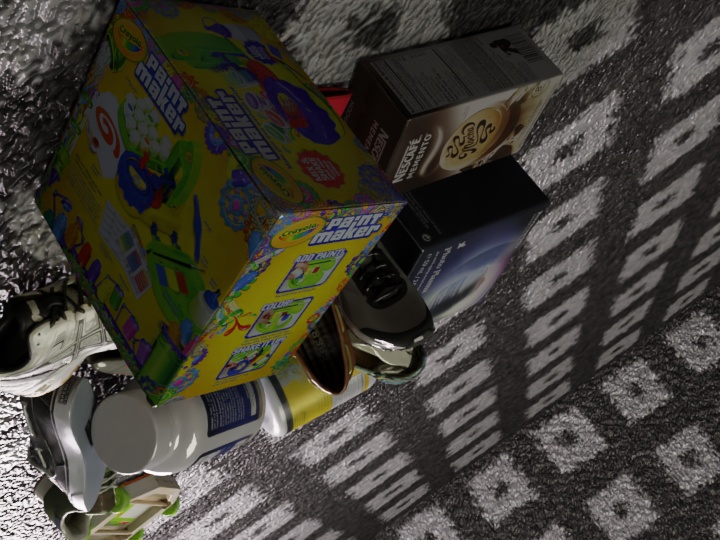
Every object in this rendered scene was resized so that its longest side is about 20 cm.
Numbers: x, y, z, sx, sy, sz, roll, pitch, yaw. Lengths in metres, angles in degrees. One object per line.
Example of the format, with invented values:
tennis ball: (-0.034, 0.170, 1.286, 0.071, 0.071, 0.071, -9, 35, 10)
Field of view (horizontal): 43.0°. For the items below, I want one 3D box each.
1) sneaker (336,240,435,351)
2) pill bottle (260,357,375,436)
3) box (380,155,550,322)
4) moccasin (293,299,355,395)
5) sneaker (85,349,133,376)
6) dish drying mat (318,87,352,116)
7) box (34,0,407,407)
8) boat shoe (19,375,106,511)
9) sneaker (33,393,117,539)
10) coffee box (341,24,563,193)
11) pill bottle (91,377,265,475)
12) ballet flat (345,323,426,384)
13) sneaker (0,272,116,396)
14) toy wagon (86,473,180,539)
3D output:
sneaker: (0.000, 0.000, 0.901, 0.074, 0.200, 0.079, -30, 148, -16)
pill bottle: (-0.048, 0.119, 1.162, 0.200, 0.112, 0.112, -27, 155, -24)
box: (0.078, -0.031, 1.046, 0.198, 0.123, 0.200, -22, 154, -34)
moccasin: (-0.061, 0.028, 0.858, 0.073, 0.202, 0.078, -18, -160, 0)
sneaker: (-0.190, 0.037, 0.862, 0.092, 0.076, 0.200, 3, 134, -50)
dish drying mat: (-0.076, -0.089, 0.849, 0.077, 0.018, 0.200, -15, 148, -40)
box: (-0.108, -0.049, 0.644, 0.122, 0.200, 0.193, -10, 146, -47)
boat shoe: (-0.308, 0.177, 0.936, 0.068, 0.074, 0.200, 9, 140, 4)
sneaker: (-0.302, 0.235, 1.049, 0.067, 0.090, 0.200, -1, 139, -52)
coffee box: (0.081, -0.152, 0.873, 0.200, 0.080, 0.113, -22, 154, -32)
pill bottle: (-0.196, 0.158, 0.992, 0.111, 0.111, 0.200, -44, 166, 18)
ballet flat: (-0.016, 0.065, 0.955, 0.199, 0.074, 0.074, 20, 129, -20)
sneaker: (-0.246, 0.039, 0.775, 0.200, 0.076, 0.088, -40, 157, 6)
toy wagon: (-0.349, 0.358, 1.284, 0.200, 0.040, 0.155, -38, 157, 4)
